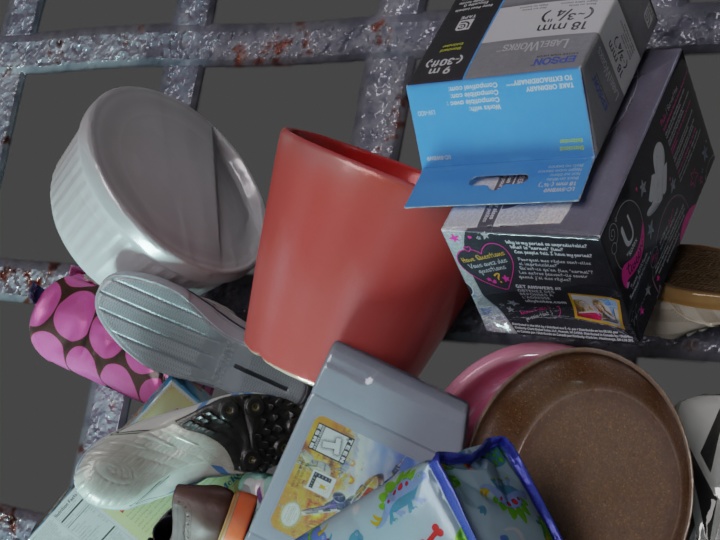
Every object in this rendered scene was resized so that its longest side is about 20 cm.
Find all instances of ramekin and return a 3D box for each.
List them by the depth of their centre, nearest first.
[{"bbox_3d":[-0.186,-0.057,1.322,0.094,0.202,0.203,-38,57,31],"label":"ramekin"}]

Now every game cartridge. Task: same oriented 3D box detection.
[{"bbox_3d":[-0.001,0.170,1.115,0.133,0.042,0.201,25,97,9],"label":"game cartridge"}]

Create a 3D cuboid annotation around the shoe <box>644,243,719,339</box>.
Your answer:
[{"bbox_3d":[0.224,0.016,1.121,0.199,0.054,0.070,8,36,32],"label":"shoe"}]

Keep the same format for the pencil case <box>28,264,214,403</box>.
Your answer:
[{"bbox_3d":[-0.218,0.065,1.365,0.199,0.091,0.094,20,79,33],"label":"pencil case"}]

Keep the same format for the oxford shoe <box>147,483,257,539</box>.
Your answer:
[{"bbox_3d":[-0.141,0.230,1.218,0.200,0.072,0.071,115,174,-47],"label":"oxford shoe"}]

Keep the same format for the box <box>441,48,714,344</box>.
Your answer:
[{"bbox_3d":[0.164,-0.061,1.093,0.131,0.115,0.200,4,48,33],"label":"box"}]

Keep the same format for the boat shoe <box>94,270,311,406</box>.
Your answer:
[{"bbox_3d":[-0.136,0.063,1.265,0.199,0.067,0.074,32,95,-5],"label":"boat shoe"}]

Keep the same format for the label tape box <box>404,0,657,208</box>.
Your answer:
[{"bbox_3d":[0.116,-0.138,1.066,0.143,0.063,0.201,-1,44,33],"label":"label tape box"}]

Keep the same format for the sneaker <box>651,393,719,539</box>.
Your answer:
[{"bbox_3d":[0.254,0.182,1.030,0.088,0.074,0.201,-10,70,32],"label":"sneaker"}]

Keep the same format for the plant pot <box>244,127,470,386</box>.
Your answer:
[{"bbox_3d":[0.000,0.000,1.193,0.200,0.200,0.178,27,101,36],"label":"plant pot"}]

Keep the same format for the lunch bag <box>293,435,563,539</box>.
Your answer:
[{"bbox_3d":[0.062,0.239,1.000,0.170,0.127,0.201,-37,71,31],"label":"lunch bag"}]

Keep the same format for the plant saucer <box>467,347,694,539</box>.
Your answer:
[{"bbox_3d":[0.158,0.157,1.045,0.200,0.037,0.202,-16,67,41],"label":"plant saucer"}]

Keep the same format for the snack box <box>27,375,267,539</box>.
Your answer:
[{"bbox_3d":[-0.183,0.196,1.288,0.116,0.037,0.200,41,101,-9],"label":"snack box"}]

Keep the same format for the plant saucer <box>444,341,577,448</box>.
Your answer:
[{"bbox_3d":[0.137,0.157,1.127,0.199,0.051,0.202,-11,68,29],"label":"plant saucer"}]

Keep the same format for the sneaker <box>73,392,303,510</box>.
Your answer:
[{"bbox_3d":[-0.141,0.146,1.227,0.199,0.072,0.072,-15,93,-7],"label":"sneaker"}]

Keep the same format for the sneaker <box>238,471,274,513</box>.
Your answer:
[{"bbox_3d":[-0.045,0.256,1.195,0.199,0.078,0.141,24,88,36],"label":"sneaker"}]
